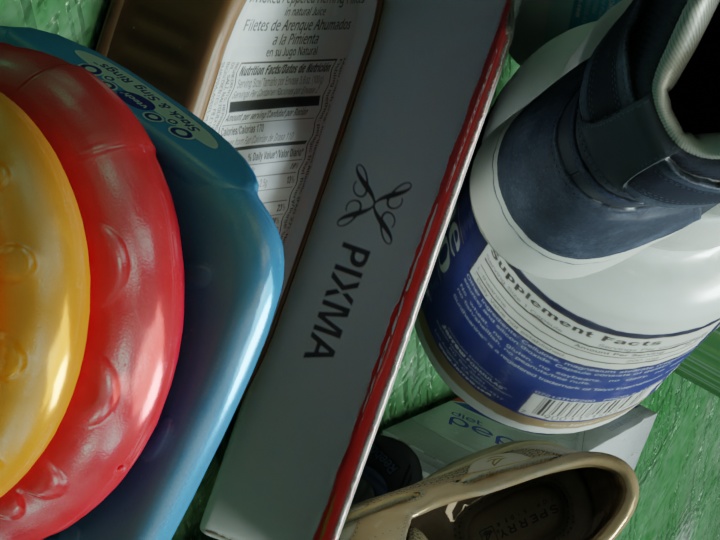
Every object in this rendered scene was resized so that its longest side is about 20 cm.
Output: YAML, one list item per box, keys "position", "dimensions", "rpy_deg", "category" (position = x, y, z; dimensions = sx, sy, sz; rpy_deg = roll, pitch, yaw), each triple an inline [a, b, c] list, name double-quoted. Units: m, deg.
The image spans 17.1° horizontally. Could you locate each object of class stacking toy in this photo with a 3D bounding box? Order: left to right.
- position: [-0.120, 0.004, 0.468]
  dimensions: [0.199, 0.116, 0.110]
  rpy_deg: [5, 115, -54]
  category: "stacking toy"

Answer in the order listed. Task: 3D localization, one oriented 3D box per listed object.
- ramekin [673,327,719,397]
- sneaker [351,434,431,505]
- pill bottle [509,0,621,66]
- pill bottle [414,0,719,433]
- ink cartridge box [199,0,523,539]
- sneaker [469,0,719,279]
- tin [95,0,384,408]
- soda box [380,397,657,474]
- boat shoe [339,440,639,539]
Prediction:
- position: [0.234, -0.015, 1.313]
  dimensions: [0.200, 0.097, 0.201]
  rpy_deg: [-51, 156, -34]
  category: "ramekin"
- position: [-0.009, 0.166, 0.924]
  dimensions: [0.087, 0.074, 0.201]
  rpy_deg: [31, 86, -51]
  category: "sneaker"
- position: [0.161, -0.093, 0.897]
  dimensions: [0.111, 0.199, 0.111]
  rpy_deg: [-51, 156, -34]
  category: "pill bottle"
- position: [0.088, -0.020, 0.849]
  dimensions: [0.111, 0.111, 0.200]
  rpy_deg: [-56, 178, -22]
  category: "pill bottle"
- position: [0.000, 0.000, 0.756]
  dimensions: [0.176, 0.044, 0.201]
  rpy_deg: [-63, 172, -77]
  category: "ink cartridge box"
- position: [0.137, -0.075, 0.688]
  dimensions: [0.202, 0.077, 0.146]
  rpy_deg: [-36, 177, -23]
  category: "sneaker"
- position: [-0.046, -0.026, 0.701]
  dimensions: [0.112, 0.042, 0.201]
  rpy_deg: [-19, 131, -68]
  category: "tin"
- position: [0.064, 0.095, 1.066]
  dimensions: [0.200, 0.063, 0.069]
  rpy_deg: [-16, 129, -64]
  category: "soda box"
- position: [0.008, 0.112, 0.842]
  dimensions: [0.199, 0.072, 0.064]
  rpy_deg: [-29, -178, -22]
  category: "boat shoe"
